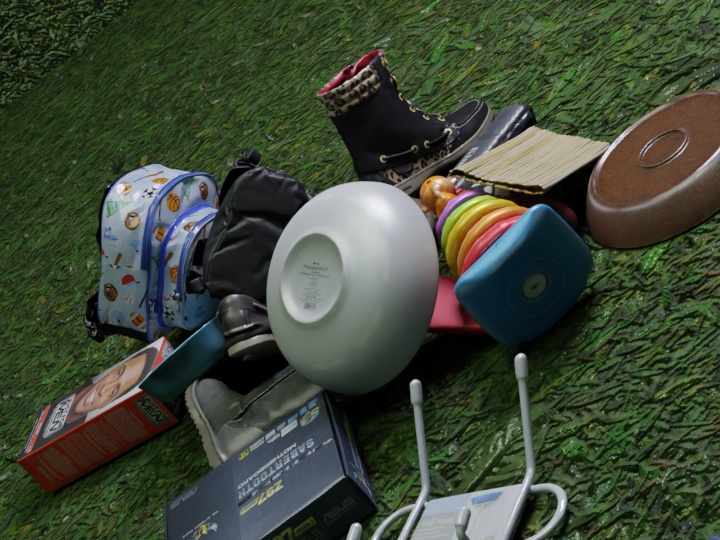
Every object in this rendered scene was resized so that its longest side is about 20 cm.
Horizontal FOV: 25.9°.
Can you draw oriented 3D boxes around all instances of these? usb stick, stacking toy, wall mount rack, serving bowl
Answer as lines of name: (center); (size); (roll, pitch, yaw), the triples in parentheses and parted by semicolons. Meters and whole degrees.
usb stick: (0.119, -0.104, 1.685); (0.200, 0.033, 0.055); (-50, 27, -20)
stacking toy: (0.108, -0.032, 1.426); (0.116, 0.110, 0.200); (-45, 40, 2)
wall mount rack: (0.075, 0.162, 1.243); (0.200, 0.075, 0.174); (-17, 33, 41)
serving bowl: (-0.022, 0.012, 1.443); (0.200, 0.066, 0.201); (-11, 74, 44)

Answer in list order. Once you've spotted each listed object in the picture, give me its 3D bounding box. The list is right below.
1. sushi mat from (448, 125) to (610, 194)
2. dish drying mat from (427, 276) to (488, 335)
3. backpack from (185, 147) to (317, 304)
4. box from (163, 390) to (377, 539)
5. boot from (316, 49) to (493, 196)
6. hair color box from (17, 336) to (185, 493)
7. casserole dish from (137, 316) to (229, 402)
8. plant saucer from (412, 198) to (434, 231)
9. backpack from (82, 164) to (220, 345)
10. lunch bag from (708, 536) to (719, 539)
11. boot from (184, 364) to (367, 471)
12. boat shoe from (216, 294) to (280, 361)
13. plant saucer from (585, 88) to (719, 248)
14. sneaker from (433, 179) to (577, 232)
sushi mat: (0.166, -0.106, 1.496); (0.095, 0.012, 0.200); (14, 22, 24)
dish drying mat: (0.056, 0.033, 1.484); (0.200, 0.018, 0.077); (1, 41, 30)
backpack: (-0.108, -0.029, 1.705); (0.167, 0.126, 0.200); (-64, 1, -2)
box: (-0.087, 0.215, 1.421); (0.200, 0.051, 0.158); (-37, 25, 9)
boot: (0.050, -0.177, 1.747); (0.200, 0.151, 0.073); (-39, 18, -25)
hair color box: (-0.291, 0.166, 1.791); (0.200, 0.061, 0.102); (-29, 25, 22)
casserole dish: (-0.169, 0.090, 1.694); (0.121, 0.039, 0.200); (-41, -1, 14)
plant saucer: (0.000, 0.000, 1.644); (0.200, 0.029, 0.200); (-42, 23, 22)
backpack: (-0.227, -0.025, 1.830); (0.154, 0.191, 0.200); (3, 20, 22)
lunch bag: (0.239, 0.212, 0.933); (0.150, 0.094, 0.200); (-37, 12, 11)
boot: (-0.072, 0.110, 1.555); (0.200, 0.073, 0.182); (-44, 36, 7)
boat shoe: (-0.105, 0.057, 1.605); (0.067, 0.057, 0.200); (-19, -7, 3)
plant saucer: (0.285, -0.102, 1.439); (0.200, 0.035, 0.200); (-33, 24, 17)
sneaker: (0.155, -0.069, 1.525); (0.098, 0.071, 0.200); (-48, 24, -14)
